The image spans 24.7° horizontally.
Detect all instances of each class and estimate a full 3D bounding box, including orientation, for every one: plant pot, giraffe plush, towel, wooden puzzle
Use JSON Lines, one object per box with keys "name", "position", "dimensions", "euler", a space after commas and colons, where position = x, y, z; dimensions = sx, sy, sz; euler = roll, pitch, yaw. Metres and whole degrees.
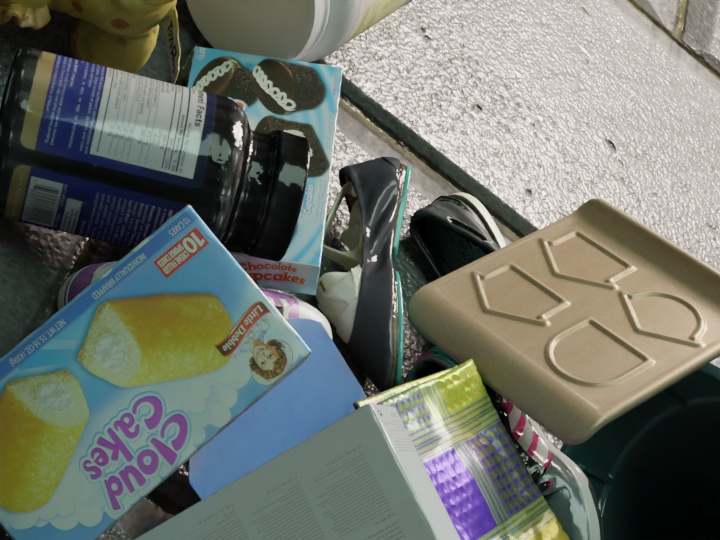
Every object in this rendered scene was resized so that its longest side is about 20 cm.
{"name": "plant pot", "position": [0.275, 0.196, 1.242], "dimensions": [0.196, 0.200, 0.201], "euler": [30, 43, -34]}
{"name": "giraffe plush", "position": [-0.212, -0.213, 1.133], "dimensions": [0.161, 0.173, 0.201], "euler": [8, 37, -24]}
{"name": "towel", "position": [0.085, 0.158, 1.081], "dimensions": [0.143, 0.023, 0.201], "euler": [-13, 71, -54]}
{"name": "wooden puzzle", "position": [0.164, 0.039, 1.203], "dimensions": [0.199, 0.047, 0.185], "euler": [-29, 46, -29]}

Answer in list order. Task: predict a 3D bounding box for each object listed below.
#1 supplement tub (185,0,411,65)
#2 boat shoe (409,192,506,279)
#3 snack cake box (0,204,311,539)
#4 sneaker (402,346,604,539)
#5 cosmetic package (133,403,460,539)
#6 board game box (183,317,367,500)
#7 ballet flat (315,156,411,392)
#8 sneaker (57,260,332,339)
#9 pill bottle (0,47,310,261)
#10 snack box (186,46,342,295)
{"name": "supplement tub", "position": [-0.037, -0.252, 1.322], "dimensions": [0.145, 0.145, 0.200], "euler": [49, 41, 0]}
{"name": "boat shoe", "position": [0.104, 0.023, 1.289], "dimensions": [0.066, 0.074, 0.200], "euler": [-7, 62, -51]}
{"name": "snack cake box", "position": [-0.141, 0.072, 0.963], "dimensions": [0.200, 0.067, 0.115], "euler": [-41, 89, -12]}
{"name": "sneaker", "position": [0.091, 0.134, 1.188], "dimensions": [0.120, 0.084, 0.201], "euler": [1, 52, -47]}
{"name": "cosmetic package", "position": [-0.036, 0.191, 0.947], "dimensions": [0.151, 0.199, 0.052], "euler": [64, 15, 17]}
{"name": "board game box", "position": [-0.050, 0.131, 1.085], "dimensions": [0.158, 0.039, 0.201], "euler": [-53, 124, -38]}
{"name": "ballet flat", "position": [0.000, 0.000, 1.232], "dimensions": [0.073, 0.073, 0.201], "euler": [23, 53, -28]}
{"name": "sneaker", "position": [-0.086, 0.033, 1.077], "dimensions": [0.200, 0.114, 0.073], "euler": [9, 73, -34]}
{"name": "pill bottle", "position": [-0.139, -0.069, 1.077], "dimensions": [0.199, 0.112, 0.112], "euler": [14, 50, -12]}
{"name": "snack box", "position": [-0.079, -0.076, 1.197], "dimensions": [0.115, 0.037, 0.201], "euler": [8, 50, -3]}
